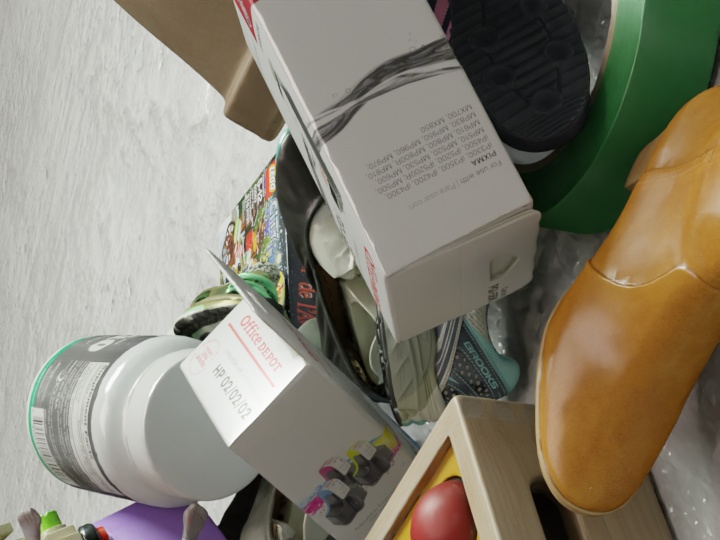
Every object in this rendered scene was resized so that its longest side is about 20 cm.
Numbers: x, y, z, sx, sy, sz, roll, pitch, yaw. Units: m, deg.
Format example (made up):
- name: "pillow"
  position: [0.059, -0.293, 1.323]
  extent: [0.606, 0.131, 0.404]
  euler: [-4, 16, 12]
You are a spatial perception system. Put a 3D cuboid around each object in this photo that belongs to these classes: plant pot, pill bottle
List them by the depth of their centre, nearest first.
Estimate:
- name: "pill bottle"
  position: [-0.144, 0.101, 1.148]
  extent: [0.199, 0.112, 0.115]
  euler: [-3, 80, 59]
- name: "plant pot"
  position: [-0.091, -0.218, 1.183]
  extent: [0.202, 0.173, 0.200]
  euler: [-61, 5, 9]

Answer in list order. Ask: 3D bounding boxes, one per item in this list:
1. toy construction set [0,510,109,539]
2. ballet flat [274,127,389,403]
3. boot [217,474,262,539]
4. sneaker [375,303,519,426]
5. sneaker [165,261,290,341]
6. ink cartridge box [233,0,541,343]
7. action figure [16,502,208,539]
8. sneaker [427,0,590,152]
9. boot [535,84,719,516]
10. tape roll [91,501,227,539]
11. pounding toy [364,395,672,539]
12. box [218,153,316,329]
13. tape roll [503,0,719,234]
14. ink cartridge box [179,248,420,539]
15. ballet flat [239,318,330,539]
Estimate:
- name: "toy construction set"
  position: [-0.196, 0.242, 1.154]
  extent: [0.200, 0.092, 0.131]
  euler: [50, 154, 8]
- name: "ballet flat"
  position: [0.000, 0.000, 1.054]
  extent: [0.068, 0.068, 0.202]
  euler: [38, 150, 50]
- name: "boot"
  position: [-0.066, 0.181, 1.222]
  extent: [0.098, 0.074, 0.200]
  euler: [-66, 18, -15]
- name: "sneaker"
  position: [0.045, -0.015, 0.974]
  extent: [0.078, 0.085, 0.203]
  euler: [118, 144, -83]
- name: "sneaker"
  position: [-0.086, 0.026, 1.191]
  extent: [0.089, 0.077, 0.200]
  euler: [-61, 13, -17]
- name: "ink cartridge box"
  position: [0.008, -0.079, 0.865]
  extent: [0.147, 0.082, 0.201]
  euler: [76, 167, -74]
- name: "action figure"
  position: [-0.124, 0.232, 1.007]
  extent: [0.195, 0.198, 0.105]
  euler: [-96, 20, -46]
- name: "sneaker"
  position: [0.070, -0.119, 0.898]
  extent: [0.082, 0.069, 0.201]
  euler: [77, 173, -49]
- name: "boot"
  position: [0.142, 0.006, 0.739]
  extent: [0.144, 0.070, 0.203]
  euler: [144, 146, -72]
- name: "tape roll"
  position: [-0.121, 0.256, 1.185]
  extent: [0.200, 0.065, 0.201]
  euler: [47, 151, 36]
- name: "pounding toy"
  position: [0.066, 0.178, 0.799]
  extent: [0.201, 0.141, 0.185]
  euler: [-105, 32, -43]
- name: "box"
  position: [-0.066, 0.027, 1.284]
  extent: [0.137, 0.037, 0.202]
  euler: [133, 139, -53]
- name: "tape roll"
  position: [0.117, -0.122, 0.906]
  extent: [0.200, 0.048, 0.203]
  euler: [-171, 90, -66]
- name: "ink cartridge box"
  position: [-0.032, 0.088, 0.981]
  extent: [0.068, 0.200, 0.115]
  euler: [-45, 28, 0]
- name: "ballet flat"
  position: [-0.027, 0.119, 1.113]
  extent: [0.063, 0.067, 0.202]
  euler: [-22, 45, 48]
